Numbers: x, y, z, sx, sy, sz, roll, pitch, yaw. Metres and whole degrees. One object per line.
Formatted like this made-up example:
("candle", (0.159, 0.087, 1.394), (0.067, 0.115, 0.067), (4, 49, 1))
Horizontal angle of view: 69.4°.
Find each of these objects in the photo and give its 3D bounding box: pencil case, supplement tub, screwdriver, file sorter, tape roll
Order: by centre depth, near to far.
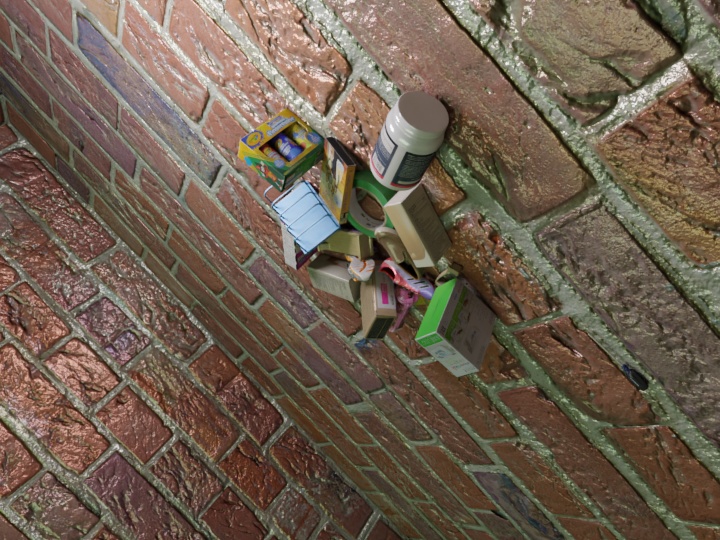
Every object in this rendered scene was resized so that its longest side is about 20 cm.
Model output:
("supplement tub", (0.110, -0.296, 1.209), (0.140, 0.140, 0.201), (40, 147, 7))
("screwdriver", (0.644, 0.227, 1.300), (0.200, 0.028, 0.029), (44, 176, -5))
("tape roll", (0.027, -0.189, 1.505), (0.199, 0.048, 0.202), (29, 144, 23))
("file sorter", (-0.180, -0.180, 1.572), (0.201, 0.138, 0.123), (54, -177, 20))
("pencil case", (0.125, 0.120, 1.679), (0.086, 0.083, 0.201), (40, 145, 16))

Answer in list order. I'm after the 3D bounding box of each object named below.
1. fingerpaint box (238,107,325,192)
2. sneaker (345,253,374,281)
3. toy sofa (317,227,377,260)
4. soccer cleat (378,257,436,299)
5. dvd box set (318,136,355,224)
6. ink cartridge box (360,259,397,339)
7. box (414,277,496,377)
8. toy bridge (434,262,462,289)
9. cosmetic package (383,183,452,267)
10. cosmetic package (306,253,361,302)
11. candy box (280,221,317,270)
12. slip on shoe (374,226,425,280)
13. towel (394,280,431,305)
("fingerpaint box", (-0.215, -0.342, 1.462), (0.166, 0.200, 0.074), (40, 146, 7))
("sneaker", (0.000, 0.000, 1.619), (0.200, 0.077, 0.078), (-119, 26, -69))
("toy sofa", (-0.043, -0.099, 1.661), (0.198, 0.097, 0.084), (14, 119, 40))
("soccer cleat", (0.145, 0.033, 1.576), (0.200, 0.076, 0.067), (41, 148, 22))
("dvd box set", (-0.070, -0.255, 1.480), (0.147, 0.029, 0.202), (57, 150, 35))
("ink cartridge box", (0.054, 0.094, 1.657), (0.074, 0.203, 0.165), (4, 148, -13))
("box", (0.272, 0.158, 1.451), (0.176, 0.201, 0.096), (41, 142, -16))
("toy bridge", (0.253, 0.044, 1.534), (0.067, 0.027, 0.202), (29, 144, 23))
("cosmetic package", (0.155, -0.119, 1.392), (0.071, 0.105, 0.202), (-5, 122, 50))
("cosmetic package", (-0.081, 0.024, 1.824), (0.198, 0.087, 0.104), (20, 139, 34))
("candy box", (-0.198, -0.118, 1.750), (0.061, 0.136, 0.201), (29, 144, 20))
("slip on shoe", (0.114, -0.047, 1.504), (0.075, 0.061, 0.200), (-15, 132, 45))
("towel", (0.168, 0.071, 1.670), (0.199, 0.018, 0.087), (-9, 114, 53))
